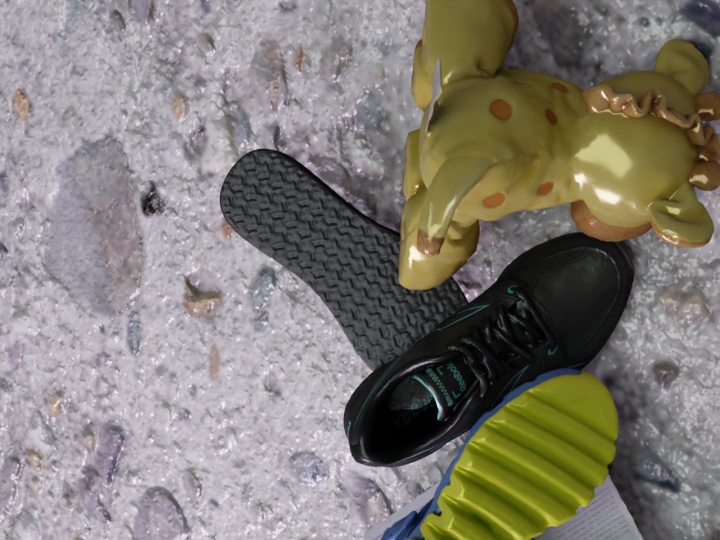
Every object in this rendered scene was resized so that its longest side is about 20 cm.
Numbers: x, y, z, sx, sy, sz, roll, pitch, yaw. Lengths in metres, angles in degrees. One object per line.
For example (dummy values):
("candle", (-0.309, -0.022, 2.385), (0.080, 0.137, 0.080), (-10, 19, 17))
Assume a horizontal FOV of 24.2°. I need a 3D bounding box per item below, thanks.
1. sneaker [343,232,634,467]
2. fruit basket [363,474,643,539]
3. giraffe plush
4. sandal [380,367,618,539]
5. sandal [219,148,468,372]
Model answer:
("sneaker", (0.075, 0.053, 0.958), (0.199, 0.079, 0.076), (-39, 88, 9))
("fruit basket", (0.107, 0.206, 1.005), (0.185, 0.093, 0.201), (-40, 62, 31))
("giraffe plush", (0.110, -0.070, 0.909), (0.160, 0.200, 0.175), (5, 88, -3))
("sandal", (0.066, 0.135, 0.957), (0.079, 0.087, 0.200), (43, 91, -9))
("sandal", (0.000, -0.001, 1.035), (0.200, 0.048, 0.075), (44, 99, 11))
